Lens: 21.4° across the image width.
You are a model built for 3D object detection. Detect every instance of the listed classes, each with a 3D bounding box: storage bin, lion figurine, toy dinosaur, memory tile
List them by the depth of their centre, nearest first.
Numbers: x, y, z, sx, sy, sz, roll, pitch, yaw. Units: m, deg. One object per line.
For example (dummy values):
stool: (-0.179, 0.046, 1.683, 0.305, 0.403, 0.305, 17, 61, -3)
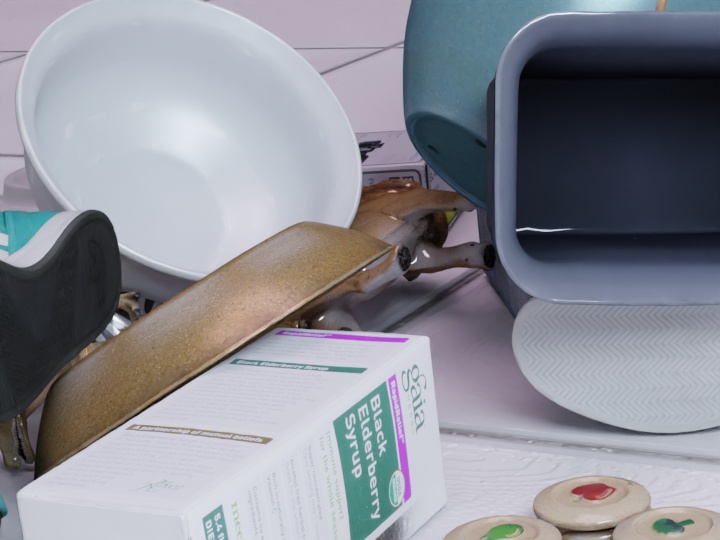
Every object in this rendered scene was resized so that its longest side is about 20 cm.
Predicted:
memory tile: (0.099, 0.123, 0.706, 0.153, 0.017, 0.200, -17, 19, -32)
storage bin: (0.146, -0.062, 0.887, 0.199, 0.147, 0.134, -1, 4, -9)
toy dinosaur: (-0.169, 0.037, 1.014, 0.100, 0.059, 0.200, -2, 21, -15)
lion figurine: (0.000, 0.000, 1.084, 0.122, 0.073, 0.200, -4, 18, 37)

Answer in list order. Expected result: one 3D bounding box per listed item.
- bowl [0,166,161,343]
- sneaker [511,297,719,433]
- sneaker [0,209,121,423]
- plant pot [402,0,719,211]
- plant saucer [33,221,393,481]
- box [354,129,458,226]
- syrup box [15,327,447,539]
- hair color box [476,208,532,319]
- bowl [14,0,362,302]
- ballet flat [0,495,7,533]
bowl: (-0.167, -0.017, 1.163, 0.199, 0.095, 0.201, -5, 16, 1)
sneaker: (0.174, 0.029, 0.926, 0.199, 0.074, 0.116, 2, 12, 5)
sneaker: (-0.196, 0.017, 0.831, 0.120, 0.084, 0.200, -3, 12, 17)
plant pot: (0.099, -0.105, 1.027, 0.135, 0.200, 0.200, -51, 33, -16)
plant saucer: (-0.076, 0.030, 0.890, 0.200, 0.036, 0.200, -33, 0, 0)
box: (-0.036, -0.053, 1.300, 0.199, 0.061, 0.117, -3, 16, 13)
syrup box: (-0.043, 0.090, 0.760, 0.081, 0.079, 0.200, 2, 17, 29)
hair color box: (0.130, -0.008, 1.074, 0.098, 0.061, 0.200, -8, 16, -4)
bowl: (-0.107, -0.052, 1.074, 0.200, 0.090, 0.202, 14, 50, -17)
ballet flat: (-0.204, 0.091, 0.875, 0.069, 0.070, 0.200, -10, 12, -14)
